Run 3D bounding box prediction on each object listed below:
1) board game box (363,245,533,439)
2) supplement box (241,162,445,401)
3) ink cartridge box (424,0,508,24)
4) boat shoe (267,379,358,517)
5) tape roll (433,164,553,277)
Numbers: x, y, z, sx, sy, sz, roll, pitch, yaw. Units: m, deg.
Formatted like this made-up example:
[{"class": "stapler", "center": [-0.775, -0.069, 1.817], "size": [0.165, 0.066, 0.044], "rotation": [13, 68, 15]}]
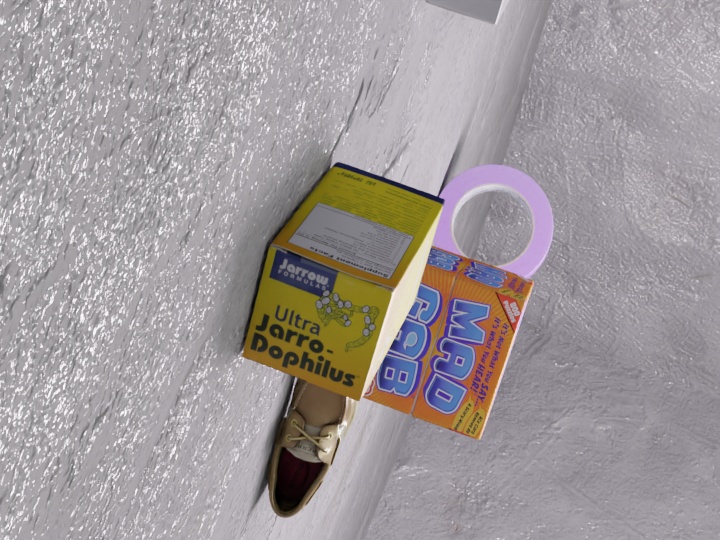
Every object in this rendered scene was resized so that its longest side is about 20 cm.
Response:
[{"class": "board game box", "center": [0.113, 0.089, 2.113], "size": [0.200, 0.198, 0.202], "rotation": [-36, 145, -78]}, {"class": "supplement box", "center": [-0.011, 0.004, 1.288], "size": [0.200, 0.108, 0.110], "rotation": [-56, 164, -62]}, {"class": "ink cartridge box", "center": [0.143, -0.368, 1.581], "size": [0.200, 0.084, 0.146], "rotation": [-62, 169, -54]}, {"class": "boat shoe", "center": [-0.051, 0.178, 1.592], "size": [0.067, 0.073, 0.201], "rotation": [-69, 175, -58]}, {"class": "tape roll", "center": [0.217, -0.070, 2.490], "size": [0.066, 0.198, 0.202], "rotation": [50, 60, -81]}]
